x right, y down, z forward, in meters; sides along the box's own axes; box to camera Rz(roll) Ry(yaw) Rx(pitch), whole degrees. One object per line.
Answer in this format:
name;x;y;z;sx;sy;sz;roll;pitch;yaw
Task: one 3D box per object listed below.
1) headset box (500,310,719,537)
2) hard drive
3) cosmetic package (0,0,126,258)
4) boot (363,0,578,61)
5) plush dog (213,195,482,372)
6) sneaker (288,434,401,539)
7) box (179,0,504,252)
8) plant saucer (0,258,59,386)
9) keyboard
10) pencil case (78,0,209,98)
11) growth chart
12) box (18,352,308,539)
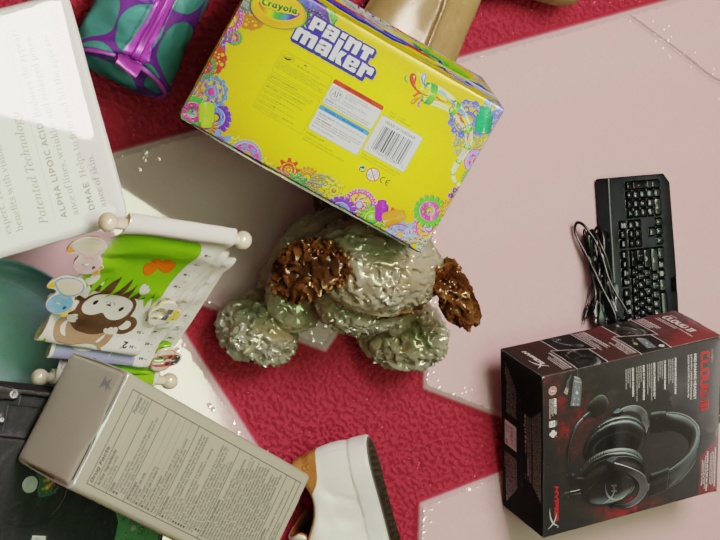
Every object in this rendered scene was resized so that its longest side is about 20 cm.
headset box;0.223;0.127;1.511;0.199;0.077;0.150;-10;111;-22
hard drive;-0.228;0.157;1.312;0.199;0.038;0.141;10;94;-41
cosmetic package;-0.297;-0.087;1.244;0.199;0.165;0.166;-18;98;-22
boot;0.082;-0.198;1.471;0.174;0.066;0.201;27;79;-10
plush dog;0.000;0.000;1.373;0.199;0.172;0.162;4;89;-23
sneaker;-0.009;0.233;1.443;0.084;0.073;0.201;-12;104;7
box;-0.015;-0.130;1.318;0.199;0.193;0.122;29;101;-8
plant saucer;-0.285;0.090;1.318;0.199;0.027;0.201;-2;94;-31
keyboard;0.244;0.017;1.557;0.104;0.040;0.201;-6;92;-25
pencil case;-0.143;-0.233;1.351;0.085;0.092;0.201;30;80;-22
growth chart;-0.166;0.026;1.285;0.144;0.200;0.018;0;51;-33
box;-0.143;0.147;1.306;0.200;0.078;0.095;37;76;-39
